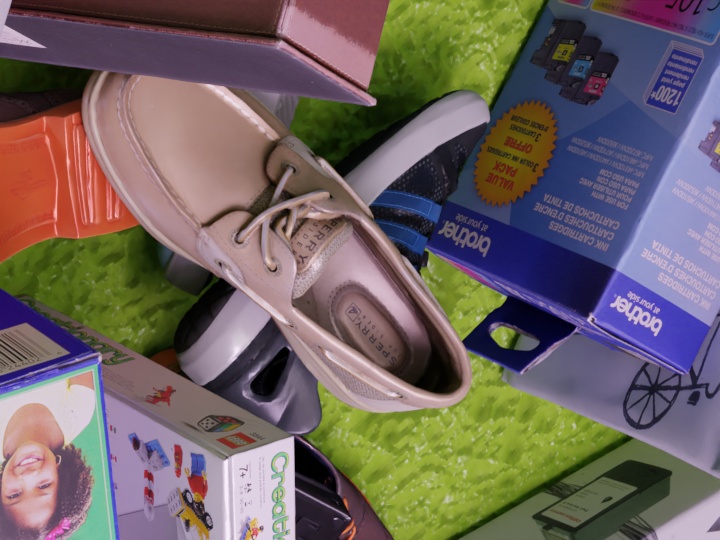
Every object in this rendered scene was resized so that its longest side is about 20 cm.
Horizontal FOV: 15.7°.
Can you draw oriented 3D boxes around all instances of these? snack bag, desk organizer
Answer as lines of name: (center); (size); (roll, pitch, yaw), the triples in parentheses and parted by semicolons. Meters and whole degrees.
snack bag: (0.164, -0.007, 1.221); (0.021, 0.200, 0.189); (29, 86, -33)
desk organizer: (-0.085, -0.119, 0.984); (0.072, 0.199, 0.077); (26, 76, -58)

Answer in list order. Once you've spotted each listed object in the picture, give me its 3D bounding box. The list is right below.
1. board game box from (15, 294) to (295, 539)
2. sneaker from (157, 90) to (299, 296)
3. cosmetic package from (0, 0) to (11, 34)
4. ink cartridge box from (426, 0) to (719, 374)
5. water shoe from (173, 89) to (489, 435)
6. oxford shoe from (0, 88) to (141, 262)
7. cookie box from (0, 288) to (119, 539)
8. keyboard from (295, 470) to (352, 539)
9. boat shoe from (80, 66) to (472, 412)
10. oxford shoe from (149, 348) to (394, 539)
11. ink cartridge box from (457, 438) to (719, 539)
board game box: (-0.096, 0.098, 1.061); (0.034, 0.200, 0.127); (-14, 114, -35)
sneaker: (-0.067, -0.089, 1.117); (0.074, 0.082, 0.201); (-56, 165, -67)
cosmetic package: (-0.170, -0.139, 0.943); (0.071, 0.101, 0.201); (34, 62, -41)
ink cartridge box: (0.119, -0.041, 1.215); (0.076, 0.136, 0.201); (27, 88, -37)
water shoe: (0.000, 0.000, 1.158); (0.079, 0.071, 0.200); (50, 60, -8)
oxford shoe: (-0.168, -0.035, 1.039); (0.199, 0.073, 0.072); (-9, 107, -40)
cookie box: (-0.160, 0.108, 1.036); (0.075, 0.171, 0.201); (-17, 115, -29)
keyboard: (-0.073, 0.170, 1.168); (0.127, 0.021, 0.200); (30, 110, -28)
boat shoe: (-0.029, -0.016, 1.054); (0.200, 0.065, 0.072); (48, 71, -22)
oxford shoe: (-0.031, 0.116, 1.197); (0.071, 0.072, 0.200); (-54, 128, -9)
ink cartridge box: (0.143, 0.177, 1.341); (0.199, 0.084, 0.147); (-27, 120, -26)
